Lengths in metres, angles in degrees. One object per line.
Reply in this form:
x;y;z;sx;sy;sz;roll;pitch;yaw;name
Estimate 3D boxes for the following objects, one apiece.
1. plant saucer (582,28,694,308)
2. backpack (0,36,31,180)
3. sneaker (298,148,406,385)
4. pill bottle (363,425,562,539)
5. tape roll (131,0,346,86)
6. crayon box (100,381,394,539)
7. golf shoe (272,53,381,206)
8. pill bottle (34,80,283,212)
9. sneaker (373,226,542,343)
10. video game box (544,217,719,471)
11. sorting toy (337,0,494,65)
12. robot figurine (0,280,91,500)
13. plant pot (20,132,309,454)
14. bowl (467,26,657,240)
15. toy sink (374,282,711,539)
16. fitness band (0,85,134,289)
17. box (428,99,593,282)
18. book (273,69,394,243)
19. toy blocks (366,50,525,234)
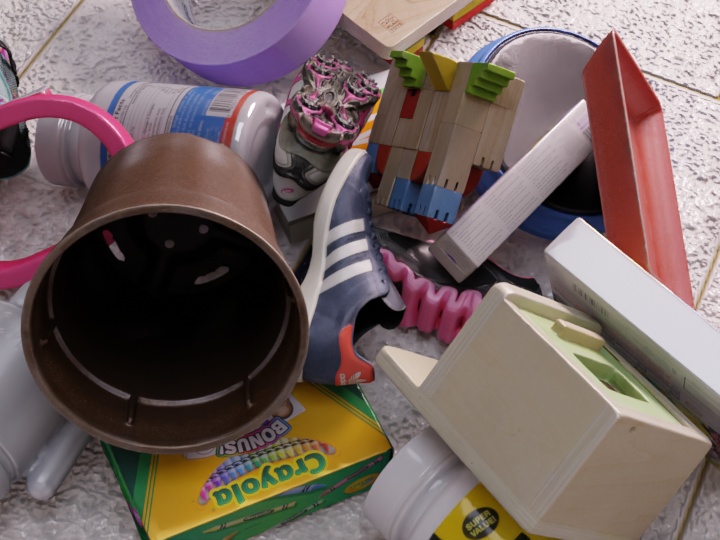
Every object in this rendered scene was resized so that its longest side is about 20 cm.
0.227;-0.071;1.209;0.037;0.200;0.201;-12;74;20;plant saucer
-0.393;-0.174;1.287;0.175;0.154;0.200;-15;50;-8;backpack
0.000;0.000;1.158;0.084;0.075;0.200;11;70;6;sneaker
0.105;0.209;1.069;0.200;0.114;0.114;40;62;22;pill bottle
-0.112;-0.276;1.365;0.200;0.066;0.201;-4;77;19;tape roll
-0.089;0.139;1.139;0.200;0.058;0.119;-20;58;-17;crayon box
-0.038;-0.124;1.257;0.073;0.092;0.200;30;26;-2;golf shoe
-0.172;-0.105;1.263;0.199;0.112;0.112;7;53;19;pill bottle
0.064;0.004;1.242;0.200;0.079;0.095;27;48;7;sneaker
0.233;0.067;1.134;0.047;0.182;0.200;-44;67;-10;video game box
0.024;-0.297;1.444;0.199;0.070;0.200;40;62;22;sorting toy
-0.289;0.102;1.118;0.169;0.113;0.200;33;59;-1;robot figurine
-0.143;0.002;1.110;0.200;0.201;0.198;-1;27;-4;plant pot
0.176;-0.126;1.308;0.200;0.039;0.201;8;67;-20;bowl
0.129;0.088;1.054;0.112;0.130;0.200;-55;47;13;toy sink
-0.275;-0.066;1.211;0.200;0.144;0.037;-23;13;13;fitness band
0.135;-0.069;1.222;0.041;0.039;0.200;46;60;0;box
0.003;-0.113;1.334;0.200;0.048;0.134;-20;58;-13;book
0.059;-0.101;1.214;0.100;0.200;0.137;16;92;-25;toy blocks
